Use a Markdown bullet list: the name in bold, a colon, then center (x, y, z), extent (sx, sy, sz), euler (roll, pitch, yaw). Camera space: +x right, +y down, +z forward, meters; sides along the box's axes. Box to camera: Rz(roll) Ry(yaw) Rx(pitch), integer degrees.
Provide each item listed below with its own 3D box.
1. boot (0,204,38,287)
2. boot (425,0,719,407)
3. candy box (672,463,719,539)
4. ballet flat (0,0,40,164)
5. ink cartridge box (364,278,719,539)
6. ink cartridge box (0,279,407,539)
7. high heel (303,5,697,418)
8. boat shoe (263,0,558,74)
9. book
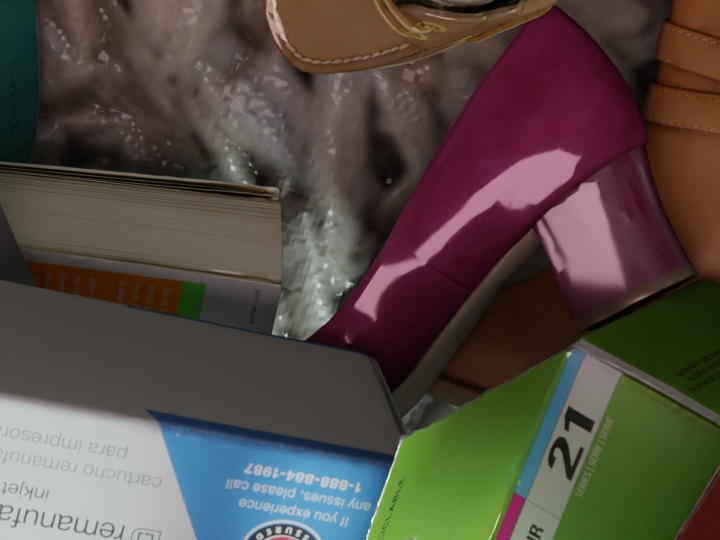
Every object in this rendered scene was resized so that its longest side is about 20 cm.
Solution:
- **boot**: center (-0.143, 0.043, 0.745), extent (0.095, 0.074, 0.201), euler (-6, 125, 16)
- **boot**: center (0.102, -0.029, 0.775), extent (0.199, 0.074, 0.156), euler (-1, 107, 1)
- **candy box**: center (0.129, 0.108, 0.650), extent (0.056, 0.200, 0.117), euler (32, 88, 30)
- **ballet flat**: center (-0.133, -0.113, 0.756), extent (0.071, 0.072, 0.201), euler (13, 119, 0)
- **ink cartridge box**: center (0.063, 0.100, 0.671), extent (0.076, 0.200, 0.148), euler (29, 114, 21)
- **ink cartridge box**: center (-0.082, 0.116, 0.679), extent (0.144, 0.084, 0.201), euler (11, 109, -16)
- **high heel**: center (0.000, 0.000, 0.744), extent (0.199, 0.067, 0.096), euler (-25, 83, 4)
- **boat shoe**: center (0.031, -0.106, 0.710), extent (0.200, 0.066, 0.074), euler (-27, 98, 45)
- **book**: center (-0.134, 0.026, 0.793), extent (0.199, 0.048, 0.134), euler (6, 131, -9)
